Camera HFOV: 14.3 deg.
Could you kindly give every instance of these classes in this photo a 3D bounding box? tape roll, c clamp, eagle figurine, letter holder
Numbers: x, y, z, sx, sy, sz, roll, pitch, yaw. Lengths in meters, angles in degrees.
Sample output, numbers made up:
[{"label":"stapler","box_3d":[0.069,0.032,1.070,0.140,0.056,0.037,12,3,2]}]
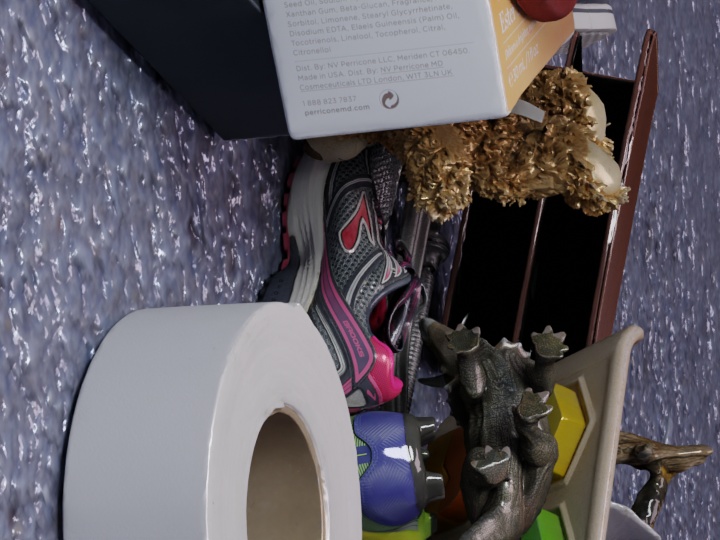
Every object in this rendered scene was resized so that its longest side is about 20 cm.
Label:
[{"label":"tape roll","box_3d":[-0.063,0.114,1.301,0.202,0.070,0.204,-4,90,-70]},{"label":"c clamp","box_3d":[0.025,0.028,1.613,0.171,0.027,0.201,80,18,-60]},{"label":"eagle figurine","box_3d":[0.139,0.188,1.653,0.150,0.152,0.201,8,99,-28]},{"label":"letter holder","box_3d":[0.110,-0.040,1.683,0.142,0.100,0.201,70,31,-77]}]

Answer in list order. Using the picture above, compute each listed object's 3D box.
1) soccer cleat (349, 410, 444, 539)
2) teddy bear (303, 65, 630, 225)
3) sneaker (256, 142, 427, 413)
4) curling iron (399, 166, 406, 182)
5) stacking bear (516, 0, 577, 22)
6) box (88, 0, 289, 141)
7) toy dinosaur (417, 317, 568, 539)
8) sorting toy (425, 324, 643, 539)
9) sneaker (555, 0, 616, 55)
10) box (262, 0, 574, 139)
[{"label":"soccer cleat","box_3d":[-0.002,0.119,1.493,0.200,0.083,0.065,94,-11,-70]},{"label":"teddy bear","box_3d":[0.047,-0.074,1.498,0.067,0.199,0.145,-63,-142,40]},{"label":"sneaker","box_3d":[0.000,0.000,1.497,0.081,0.074,0.201,66,27,-44]},{"label":"curling iron","box_3d":[0.033,-0.072,1.670,0.200,0.025,0.050,-23,131,-68]},{"label":"stacking bear","box_3d":[0.160,-0.181,1.244,0.114,0.199,0.122,10,77,-71]},{"label":"box","box_3d":[-0.063,-0.163,1.340,0.200,0.078,0.142,47,40,-62]},{"label":"toy dinosaur","box_3d":[0.076,0.093,1.495,0.103,0.077,0.201,82,-1,-54]},{"label":"sorting toy","box_3d":[0.076,0.136,1.570,0.036,0.185,0.201,28,58,-22]},{"label":"sneaker","box_3d":[0.091,-0.176,1.791,0.200,0.078,0.080,-8,81,-63]},{"label":"box","box_3d":[0.019,-0.180,1.307,0.152,0.106,0.201,-51,134,-63]}]
